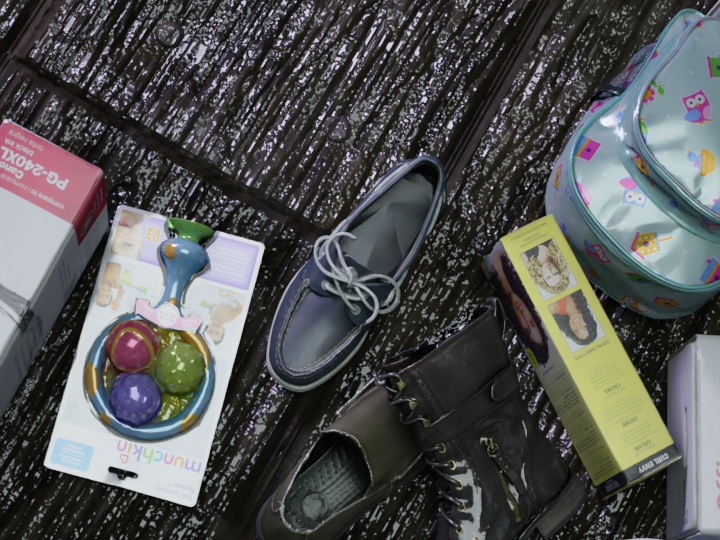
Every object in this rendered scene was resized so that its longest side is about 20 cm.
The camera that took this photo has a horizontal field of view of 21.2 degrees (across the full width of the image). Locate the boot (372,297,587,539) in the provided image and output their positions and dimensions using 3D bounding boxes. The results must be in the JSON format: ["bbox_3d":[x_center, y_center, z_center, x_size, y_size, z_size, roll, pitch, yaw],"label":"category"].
[{"bbox_3d":[0.058,0.137,1.353,0.200,0.069,0.175,-40,109,-24],"label":"boot"}]

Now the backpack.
[{"bbox_3d":[0.239,-0.073,1.414,0.176,0.153,0.200,42,77,0],"label":"backpack"}]

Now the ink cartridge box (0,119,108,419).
[{"bbox_3d":[-0.257,0.018,1.335,0.083,0.145,0.201,27,75,0],"label":"ink cartridge box"}]

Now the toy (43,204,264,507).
[{"bbox_3d":[-0.148,0.056,1.389,0.114,0.047,0.202,15,74,-1],"label":"toy"}]

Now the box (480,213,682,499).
[{"bbox_3d":[0.159,0.064,1.410,0.050,0.075,0.201,-25,79,-14],"label":"box"}]

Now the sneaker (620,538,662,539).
[{"bbox_3d":[0.239,0.244,1.335,0.198,0.147,0.081,19,75,-1],"label":"sneaker"}]

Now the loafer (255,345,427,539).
[{"bbox_3d":[0.007,0.131,1.377,0.075,0.070,0.200,41,75,4],"label":"loafer"}]

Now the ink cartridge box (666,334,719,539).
[{"bbox_3d":[0.328,0.131,1.405,0.198,0.088,0.147,4,75,-7],"label":"ink cartridge box"}]

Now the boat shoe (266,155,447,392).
[{"bbox_3d":[0.000,0.000,1.413,0.075,0.062,0.200,40,76,2],"label":"boat shoe"}]

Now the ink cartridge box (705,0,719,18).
[{"bbox_3d":[0.374,-0.212,1.486,0.146,0.084,0.200,41,67,3],"label":"ink cartridge box"}]
